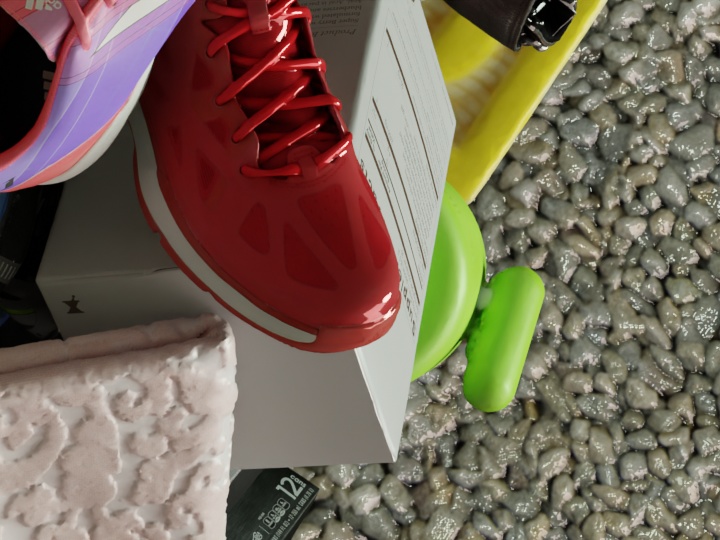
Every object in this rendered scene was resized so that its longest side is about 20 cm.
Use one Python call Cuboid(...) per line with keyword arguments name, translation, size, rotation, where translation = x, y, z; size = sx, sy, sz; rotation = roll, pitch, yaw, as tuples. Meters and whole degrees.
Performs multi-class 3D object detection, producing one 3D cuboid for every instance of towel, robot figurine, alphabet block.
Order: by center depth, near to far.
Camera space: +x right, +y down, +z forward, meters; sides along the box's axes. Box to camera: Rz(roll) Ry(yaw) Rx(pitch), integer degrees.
Cuboid(name="towel", translation=(-0.141, 0.112, 1.086), size=(0.032, 0.191, 0.200), rotation=(-118, -155, -45))
Cuboid(name="robot figurine", translation=(0.000, 0.000, 1.346), size=(0.200, 0.175, 0.116), rotation=(-9, 113, -84))
Cuboid(name="alphabet block", translation=(0.042, -0.178, 1.709), size=(0.196, 0.196, 0.200), rotation=(-58, 180, 13))

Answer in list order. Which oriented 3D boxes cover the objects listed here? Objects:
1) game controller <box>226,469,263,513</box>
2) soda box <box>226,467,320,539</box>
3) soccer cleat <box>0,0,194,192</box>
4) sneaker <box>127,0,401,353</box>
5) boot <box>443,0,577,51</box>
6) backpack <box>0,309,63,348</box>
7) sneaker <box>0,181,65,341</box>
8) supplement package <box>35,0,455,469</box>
Cuboid(name="game controller", translation=(-0.090, 0.110, 1.226), size=(0.200, 0.042, 0.104), rotation=(-49, 169, -25))
Cuboid(name="soda box", translation=(-0.098, 0.164, 1.341), size=(0.200, 0.063, 0.071), rotation=(-50, 172, -48))
Cuboid(name="soccer cleat", translation=(-0.084, -0.108, 0.943), size=(0.200, 0.068, 0.073), rotation=(-57, 168, 23))
Cuboid(name="sneaker", translation=(-0.041, -0.073, 0.998), size=(0.078, 0.200, 0.116), rotation=(-25, 158, -30))
Cuboid(name="boot", translation=(0.005, -0.138, 1.099), size=(0.069, 0.174, 0.200), rotation=(-56, 180, 2))
Cuboid(name="backpack", translation=(-0.175, 0.102, 1.328), size=(0.183, 0.134, 0.200), rotation=(-51, 175, -42))
Cuboid(name="sneaker", translation=(-0.132, -0.013, 1.156), size=(0.071, 0.083, 0.200), rotation=(-49, 180, 4))
Cuboid(name="supplement package", translation=(-0.041, -0.030, 1.155), size=(0.200, 0.121, 0.120), rotation=(-78, 158, -43))
